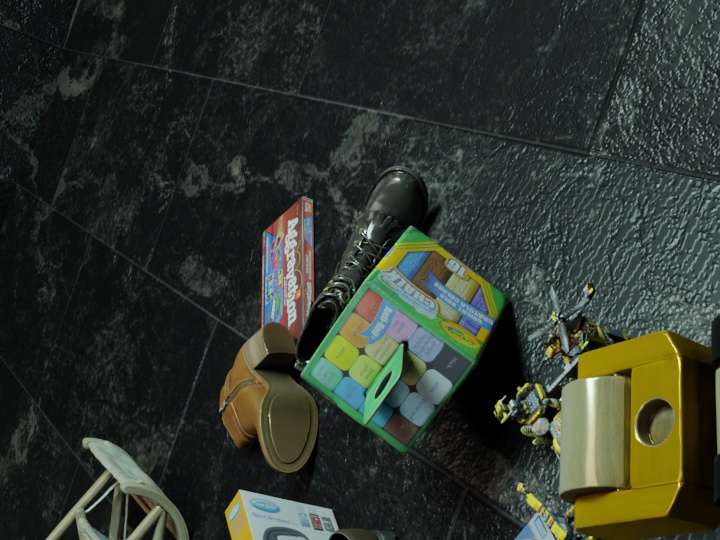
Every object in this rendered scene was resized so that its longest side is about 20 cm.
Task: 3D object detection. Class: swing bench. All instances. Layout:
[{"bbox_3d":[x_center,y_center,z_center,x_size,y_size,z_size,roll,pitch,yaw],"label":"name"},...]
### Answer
[{"bbox_3d":[-0.329,0.357,1.681,0.199,0.130,0.200,24,90,61],"label":"swing bench"}]

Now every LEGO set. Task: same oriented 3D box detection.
[{"bbox_3d":[0.164,0.121,0.990,0.154,0.116,0.200,-48,37,35],"label":"LEGO set"}]

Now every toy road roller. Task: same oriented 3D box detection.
[{"bbox_3d":[0.243,0.116,0.826,0.200,0.146,0.123,-21,56,47],"label":"toy road roller"}]

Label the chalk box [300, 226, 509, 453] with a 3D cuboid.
[{"bbox_3d":[0.037,0.069,1.135,0.125,0.124,0.200,-55,-4,26],"label":"chalk box"}]

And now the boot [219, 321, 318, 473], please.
[{"bbox_3d":[-0.118,0.180,1.491,0.155,0.074,0.200,-52,35,44],"label":"boot"}]

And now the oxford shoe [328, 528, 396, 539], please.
[{"bbox_3d":[0.003,0.335,1.177,0.073,0.084,0.200,-50,38,30],"label":"oxford shoe"}]

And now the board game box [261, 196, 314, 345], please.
[{"bbox_3d":[-0.093,0.014,1.579,0.103,0.019,0.200,-37,44,43],"label":"board game box"}]

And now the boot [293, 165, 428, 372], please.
[{"bbox_3d":[0.000,0.000,1.304,0.200,0.069,0.174,-66,-6,28],"label":"boot"}]

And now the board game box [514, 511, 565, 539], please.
[{"bbox_3d":[0.153,0.311,0.987,0.135,0.034,0.200,-57,33,24],"label":"board game box"}]

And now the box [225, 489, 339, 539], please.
[{"bbox_3d":[-0.067,0.301,1.276,0.042,0.119,0.200,-56,34,25],"label":"box"}]
